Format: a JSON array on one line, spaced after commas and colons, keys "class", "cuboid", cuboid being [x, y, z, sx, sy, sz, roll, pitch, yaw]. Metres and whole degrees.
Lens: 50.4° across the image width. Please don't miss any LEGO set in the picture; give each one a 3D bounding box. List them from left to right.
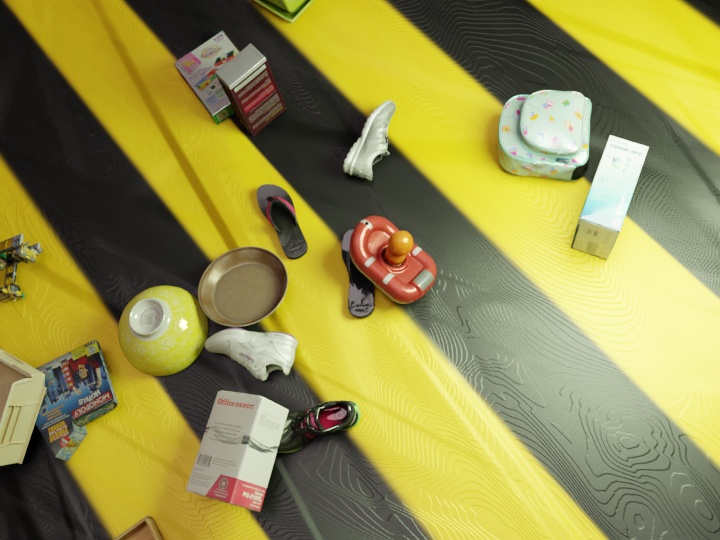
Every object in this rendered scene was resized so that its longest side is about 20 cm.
[{"class": "LEGO set", "cuboid": [-0.796, -0.026, 1.690, 0.115, 0.200, 0.155, -18, 52, 19]}]

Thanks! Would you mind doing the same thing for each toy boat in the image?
[{"class": "toy boat", "cuboid": [0.071, -0.038, 1.575, 0.200, 0.131, 0.130, 41, 58, 11]}]

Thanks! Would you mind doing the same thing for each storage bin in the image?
[{"class": "storage bin", "cuboid": [-0.767, 0.274, 1.571, 0.198, 0.093, 0.201, 20, 92, 26]}]

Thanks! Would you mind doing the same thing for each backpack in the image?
[{"class": "backpack", "cuboid": [0.391, -0.294, 1.642, 0.197, 0.153, 0.178, 4, 74, 17]}]

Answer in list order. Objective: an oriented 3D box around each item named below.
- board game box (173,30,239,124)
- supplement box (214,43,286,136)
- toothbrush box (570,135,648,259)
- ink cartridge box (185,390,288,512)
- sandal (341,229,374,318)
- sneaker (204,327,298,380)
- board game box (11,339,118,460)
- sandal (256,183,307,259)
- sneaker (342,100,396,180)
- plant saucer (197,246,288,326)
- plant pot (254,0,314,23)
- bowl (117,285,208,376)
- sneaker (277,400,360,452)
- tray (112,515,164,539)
[{"class": "board game box", "cuboid": [-0.345, -0.476, 1.880, 0.152, 0.040, 0.201, -35, 68, -6]}, {"class": "supplement box", "cuboid": [-0.248, -0.410, 1.752, 0.109, 0.200, 0.061, -41, 67, -9]}, {"class": "toothbrush box", "cuboid": [0.509, -0.148, 1.566, 0.084, 0.147, 0.202, 21, 74, 15]}, {"class": "ink cartridge box", "cuboid": [-0.238, 0.347, 1.484, 0.144, 0.084, 0.202, -2, 65, 42]}, {"class": "sandal", "cuboid": [0.001, 0.000, 1.638, 0.075, 0.043, 0.203, -9, 68, 5]}, {"class": "sneaker", "cuboid": [-0.232, 0.174, 1.587, 0.197, 0.075, 0.101, 2, 68, 10]}, {"class": "board game box", "cuboid": [-0.608, 0.282, 1.608, 0.198, 0.062, 0.201, -26, 68, -2]}, {"class": "sandal", "cuboid": [-0.174, -0.119, 1.711, 0.074, 0.045, 0.201, -27, 67, -3]}, {"class": "sneaker", "cuboid": [0.036, -0.293, 1.745, 0.081, 0.075, 0.202, 28, 81, 3]}, {"class": "plant saucer", "cuboid": [-0.250, 0.040, 1.650, 0.197, 0.037, 0.203, -3, 57, 5]}, {"class": "plant pot", "cuboid": [-0.189, -0.746, 1.887, 0.198, 0.182, 0.201, 35, 77, 19]}, {"class": "bowl", "cuboid": [-0.434, 0.114, 1.624, 0.197, 0.108, 0.203, -3, 69, 7]}, {"class": "sneaker", "cuboid": [-0.098, 0.299, 1.513, 0.198, 0.084, 0.077, -23, 66, -1]}, {"class": "tray", "cuboid": [-0.471, 0.580, 1.484, 0.199, 0.037, 0.099, -35, 68, -5]}]
